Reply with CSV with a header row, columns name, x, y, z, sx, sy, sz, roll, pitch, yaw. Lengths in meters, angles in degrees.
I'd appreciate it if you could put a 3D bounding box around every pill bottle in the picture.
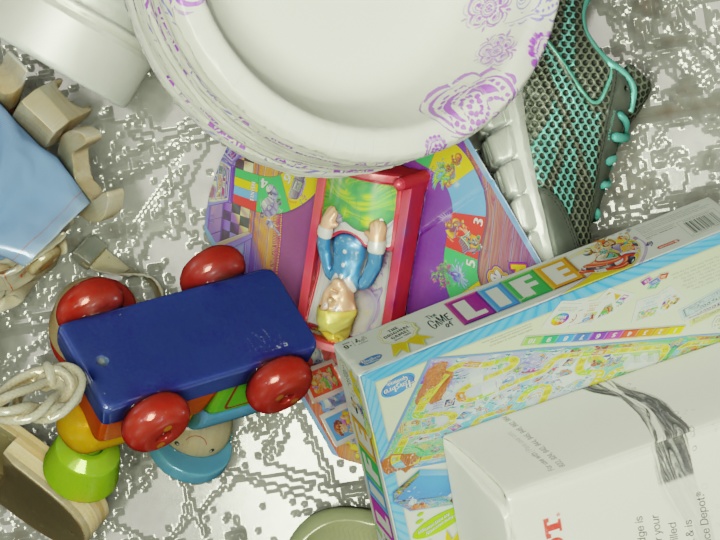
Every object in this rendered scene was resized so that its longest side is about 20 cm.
name,x,y,z,sx,sy,sz,roll,pitch,yaw
pill bottle,-0.107,-0.190,1.423,0.114,0.114,0.201,30,91,5

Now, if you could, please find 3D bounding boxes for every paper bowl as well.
name,x,y,z,sx,sy,sz,roll,pitch,yaw
paper bowl,-0.014,-0.143,1.340,0.199,0.104,0.202,3,83,-22

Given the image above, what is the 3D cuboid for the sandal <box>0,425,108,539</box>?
name,x,y,z,sx,sy,sz,roll,pitch,yaw
sandal,-0.201,0.047,1.461,0.211,0.078,0.070,40,61,-2

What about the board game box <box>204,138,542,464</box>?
name,x,y,z,sx,sy,sz,roll,pitch,yaw
board game box,0.000,0.000,1.409,0.158,0.039,0.201,-34,82,31

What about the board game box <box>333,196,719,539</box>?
name,x,y,z,sx,sy,sz,roll,pitch,yaw
board game box,0.095,0.062,1.379,0.199,0.034,0.135,-21,120,-14

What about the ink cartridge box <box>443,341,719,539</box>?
name,x,y,z,sx,sy,sz,roll,pitch,yaw
ink cartridge box,0.150,0.124,1.356,0.199,0.084,0.146,-17,114,-15

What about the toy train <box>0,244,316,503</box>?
name,x,y,z,sx,sy,sz,roll,pitch,yaw
toy train,-0.126,0.069,1.377,0.199,0.116,0.085,-16,61,-33

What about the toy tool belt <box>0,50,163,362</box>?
name,x,y,z,sx,sy,sz,roll,pitch,yaw
toy tool belt,-0.178,-0.039,1.404,0.200,0.123,0.125,37,55,5

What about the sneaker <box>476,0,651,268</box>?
name,x,y,z,sx,sy,sz,roll,pitch,yaw
sneaker,0.103,-0.067,1.425,0.091,0.078,0.201,-14,91,-3

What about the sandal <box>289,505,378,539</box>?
name,x,y,z,sx,sy,sz,roll,pitch,yaw
sandal,0.059,0.164,1.426,0.199,0.057,0.080,7,90,0
